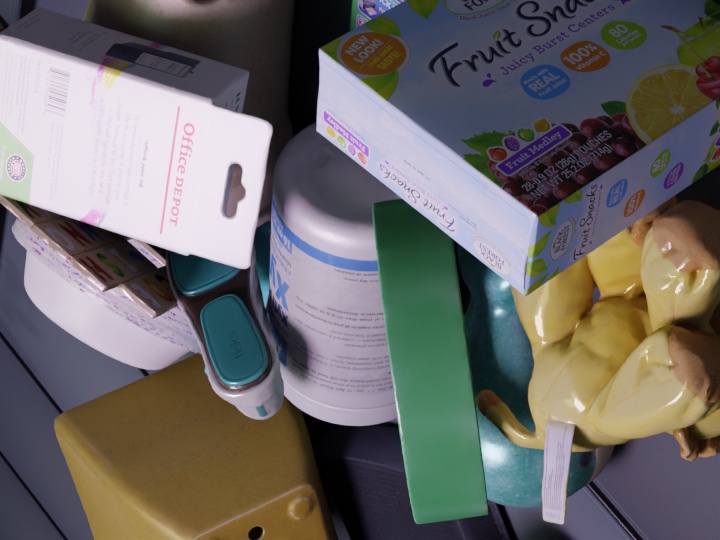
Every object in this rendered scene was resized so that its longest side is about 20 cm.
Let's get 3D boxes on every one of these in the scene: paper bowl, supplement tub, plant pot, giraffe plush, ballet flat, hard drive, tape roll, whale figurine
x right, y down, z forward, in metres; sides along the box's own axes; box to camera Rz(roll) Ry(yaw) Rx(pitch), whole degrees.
[{"bbox_3d":[-0.196,0.006,1.628,0.200,0.105,0.201,31,-173,-4],"label":"paper bowl"},{"bbox_3d":[0.000,0.000,1.397,0.132,0.132,0.200,40,145,29],"label":"supplement tub"},{"bbox_3d":[-0.115,0.204,1.655,0.200,0.194,0.196,38,147,57],"label":"plant pot"},{"bbox_3d":[0.183,0.047,1.149,0.172,0.162,0.201,29,110,46],"label":"giraffe plush"},{"bbox_3d":[-0.095,0.027,1.418,0.070,0.069,0.200,95,162,-47],"label":"ballet flat"},{"bbox_3d":[0.042,0.194,1.603,0.200,0.042,0.135,5,121,56],"label":"hard drive"},{"bbox_3d":[0.043,0.054,1.219,0.200,0.048,0.201,-8,-90,-89],"label":"tape roll"},{"bbox_3d":[0.097,0.073,1.342,0.159,0.104,0.201,24,136,46],"label":"whale figurine"},{"bbox_3d":[-0.125,-0.156,1.408,0.200,0.200,0.184,41,136,28],"label":"plant pot"}]

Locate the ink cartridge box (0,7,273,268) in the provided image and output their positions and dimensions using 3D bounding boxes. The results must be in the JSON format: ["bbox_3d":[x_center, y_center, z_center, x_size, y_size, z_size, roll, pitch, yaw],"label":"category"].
[{"bbox_3d":[-0.146,-0.088,1.314,0.199,0.067,0.118,18,118,12],"label":"ink cartridge box"}]

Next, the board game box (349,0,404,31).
[{"bbox_3d":[0.070,-0.139,1.263,0.200,0.029,0.135,42,146,28],"label":"board game box"}]

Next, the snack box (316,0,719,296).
[{"bbox_3d":[0.103,-0.098,1.076,0.169,0.200,0.068,40,146,30],"label":"snack box"}]

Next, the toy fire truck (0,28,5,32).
[{"bbox_3d":[-0.318,-0.145,1.834,0.200,0.049,0.141,39,146,30],"label":"toy fire truck"}]

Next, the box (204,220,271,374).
[{"bbox_3d":[-0.064,0.014,1.539,0.049,0.082,0.200,42,142,23],"label":"box"}]

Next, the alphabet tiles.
[{"bbox_3d":[-0.194,-0.030,1.432,0.167,0.008,0.200,41,-170,3],"label":"alphabet tiles"}]
